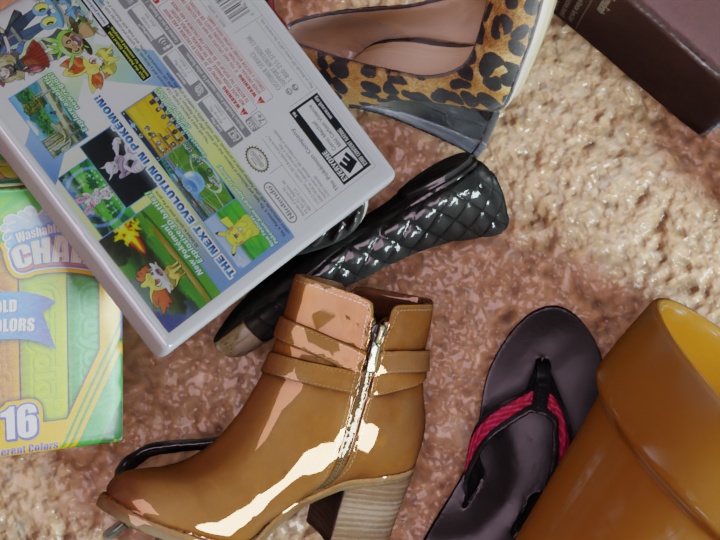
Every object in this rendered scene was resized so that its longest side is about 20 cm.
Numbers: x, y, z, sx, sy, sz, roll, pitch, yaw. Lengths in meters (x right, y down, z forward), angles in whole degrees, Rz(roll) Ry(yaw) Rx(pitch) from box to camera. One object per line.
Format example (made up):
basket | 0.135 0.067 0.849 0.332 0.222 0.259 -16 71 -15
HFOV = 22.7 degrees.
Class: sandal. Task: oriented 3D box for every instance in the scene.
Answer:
sandal | 0.093 0.119 1.086 0.075 0.045 0.201 24 89 2

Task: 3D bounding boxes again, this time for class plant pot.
plant pot | 0.182 0.150 1.023 0.200 0.200 0.184 41 105 2

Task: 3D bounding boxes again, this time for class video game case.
video game case | -0.103 -0.082 0.985 0.182 0.022 0.201 -38 91 -30

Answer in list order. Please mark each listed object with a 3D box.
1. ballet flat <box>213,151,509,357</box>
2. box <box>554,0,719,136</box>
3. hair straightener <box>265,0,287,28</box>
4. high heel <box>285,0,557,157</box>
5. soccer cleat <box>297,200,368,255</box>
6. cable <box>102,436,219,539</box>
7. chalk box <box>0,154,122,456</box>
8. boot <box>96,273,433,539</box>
ballet flat | 0.000 0.000 1.083 0.199 0.066 0.057 -31 105 2
box | 0.186 -0.210 1.035 0.200 0.164 0.166 41 88 2
hair straightener | -0.071 -0.173 1.064 0.041 0.077 0.202 -8 71 27
high heel | 0.032 -0.145 1.026 0.142 0.200 0.072 25 60 -1
soccer cleat | -0.084 -0.030 1.092 0.199 0.073 0.069 -18 109 17
cable | -0.072 0.114 1.099 0.200 0.050 0.097 -43 90 -11
chalk box | -0.208 -0.009 1.012 0.123 0.124 0.202 -7 108 -24
boot | -0.047 0.080 1.022 0.198 0.077 0.157 7 102 -26
